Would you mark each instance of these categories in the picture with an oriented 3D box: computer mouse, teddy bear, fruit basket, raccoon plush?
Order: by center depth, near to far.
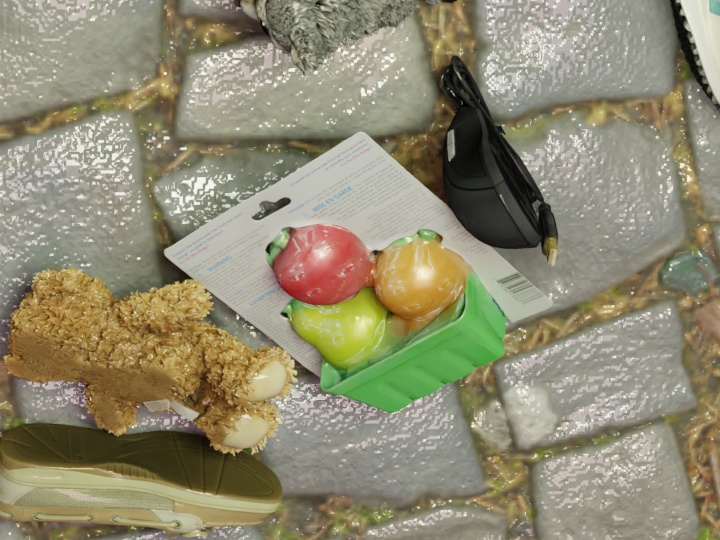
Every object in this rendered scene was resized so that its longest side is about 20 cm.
[{"bbox_3d":[0.016,-0.192,1.552,0.199,0.134,0.097,-19,110,-2],"label":"raccoon plush"},{"bbox_3d":[0.091,-0.045,1.591,0.046,0.200,0.141,-29,119,9],"label":"computer mouse"},{"bbox_3d":[0.000,0.000,1.617,0.185,0.094,0.200,-30,121,32],"label":"fruit basket"},{"bbox_3d":[-0.139,0.058,1.637,0.199,0.067,0.145,9,139,10],"label":"teddy bear"}]

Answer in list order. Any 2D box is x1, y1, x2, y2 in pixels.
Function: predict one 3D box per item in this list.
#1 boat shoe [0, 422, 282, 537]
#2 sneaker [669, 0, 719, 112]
[{"bbox_3d":[-0.156,0.156,1.683,0.199,0.073,0.063,6,119,-10],"label":"boat shoe"},{"bbox_3d":[0.253,-0.200,1.623,0.093,0.070,0.201,-20,109,4],"label":"sneaker"}]
